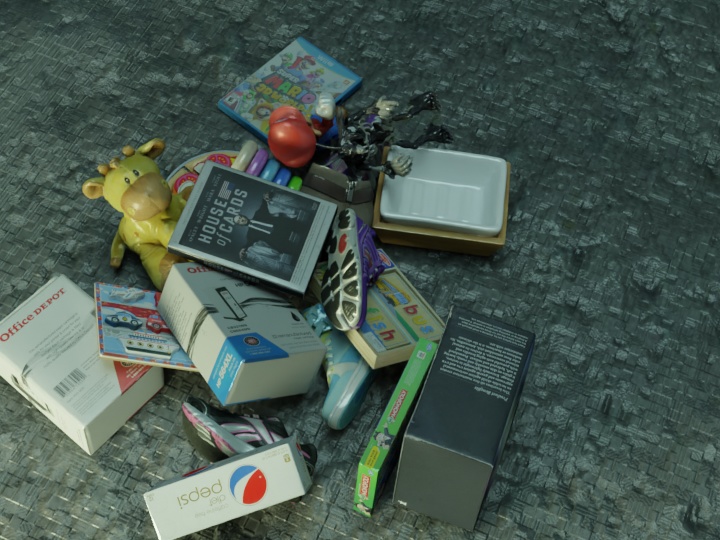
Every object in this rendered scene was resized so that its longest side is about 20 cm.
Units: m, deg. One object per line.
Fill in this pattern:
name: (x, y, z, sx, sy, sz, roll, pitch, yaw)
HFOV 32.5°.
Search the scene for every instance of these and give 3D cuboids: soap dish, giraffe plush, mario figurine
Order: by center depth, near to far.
giraffe plush: (-0.295, -0.095, 1.743, 0.198, 0.163, 0.173, 14, 54, 29)
mario figurine: (-0.085, -0.223, 1.851, 0.105, 0.125, 0.200, 28, 16, 13)
soap dish: (0.122, -0.104, 1.854, 0.197, 0.082, 0.159, 7, 55, 2)

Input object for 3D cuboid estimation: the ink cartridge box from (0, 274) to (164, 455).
ink cartridge box: (-0.385, 0.125, 1.668, 0.199, 0.083, 0.147, 37, 60, 19)

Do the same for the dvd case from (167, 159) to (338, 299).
dvd case: (-0.146, -0.058, 1.687, 0.197, 0.025, 0.152, 19, 61, 3)

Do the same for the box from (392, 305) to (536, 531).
box: (0.131, 0.193, 1.581, 0.122, 0.201, 0.200, 19, 57, 9)

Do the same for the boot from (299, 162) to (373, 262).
boot: (-0.077, -0.080, 1.765, 0.197, 0.070, 0.149, 11, 96, -23)

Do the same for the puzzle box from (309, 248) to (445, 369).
puzzle box: (0.024, 0.049, 1.705, 0.131, 0.026, 0.200, -12, 44, -31)

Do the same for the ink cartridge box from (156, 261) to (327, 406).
ink cartridge box: (-0.161, 0.077, 1.655, 0.145, 0.085, 0.200, -6, 43, -41)

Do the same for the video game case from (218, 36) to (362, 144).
video game case: (-0.113, -0.288, 2.005, 0.142, 0.018, 0.200, 36, 61, 20)

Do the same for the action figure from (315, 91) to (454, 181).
action figure: (0.038, -0.197, 1.797, 0.198, 0.121, 0.102, -23, 15, -24)

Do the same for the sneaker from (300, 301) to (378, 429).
sneaker: (-0.042, 0.121, 1.696, 0.129, 0.080, 0.201, 21, 47, 9)

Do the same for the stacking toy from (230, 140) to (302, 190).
stacking toy: (-0.104, -0.105, 1.827, 0.199, 0.085, 0.086, 33, 57, -7)

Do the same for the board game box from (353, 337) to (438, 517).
board game box: (0.046, 0.204, 1.608, 0.029, 0.135, 0.201, 21, 56, 12)

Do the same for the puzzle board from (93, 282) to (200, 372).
puzzle board: (-0.261, 0.078, 1.680, 0.197, 0.018, 0.152, 10, 34, -23)

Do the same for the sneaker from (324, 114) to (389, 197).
sneaker: (-0.012, -0.168, 1.900, 0.087, 0.081, 0.202, 3, 50, 22)

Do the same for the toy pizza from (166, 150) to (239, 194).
toy pizza: (-0.207, -0.109, 1.870, 0.197, 0.032, 0.203, 2, 56, -2)

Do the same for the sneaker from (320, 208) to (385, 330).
sneaker: (0.000, 0.000, 1.679, 0.083, 0.081, 0.202, 28, 41, -25)

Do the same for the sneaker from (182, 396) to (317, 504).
sneaker: (-0.144, 0.223, 1.629, 0.199, 0.081, 0.087, 34, 54, 5)

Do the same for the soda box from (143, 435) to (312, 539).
soda box: (-0.164, 0.272, 1.542, 0.197, 0.064, 0.069, -20, 90, 8)
